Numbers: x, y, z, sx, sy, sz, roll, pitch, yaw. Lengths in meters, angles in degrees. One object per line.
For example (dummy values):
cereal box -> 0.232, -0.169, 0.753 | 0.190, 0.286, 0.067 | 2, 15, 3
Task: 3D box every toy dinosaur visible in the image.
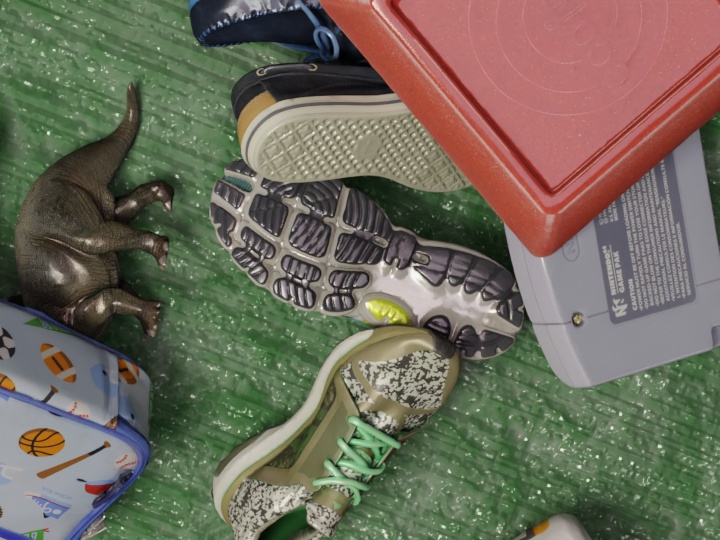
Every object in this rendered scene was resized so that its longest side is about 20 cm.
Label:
toy dinosaur -> -0.164, -0.011, 1.354 | 0.101, 0.077, 0.202 | 8, 99, -7

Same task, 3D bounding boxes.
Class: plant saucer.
plant saucer -> 0.111, -0.140, 1.253 | 0.200, 0.037, 0.200 | -40, 98, 7

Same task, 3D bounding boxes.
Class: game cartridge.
game cartridge -> 0.144, -0.040, 1.338 | 0.132, 0.041, 0.202 | -13, 97, -27

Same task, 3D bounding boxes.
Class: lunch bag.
lunch bag -> -0.223, 0.092, 1.318 | 0.199, 0.076, 0.160 | 28, 127, -27

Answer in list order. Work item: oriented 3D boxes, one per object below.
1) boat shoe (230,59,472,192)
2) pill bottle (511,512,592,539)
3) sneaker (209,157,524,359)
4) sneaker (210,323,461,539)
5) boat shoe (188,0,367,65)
boat shoe -> 0.012, -0.088, 1.321 | 0.199, 0.062, 0.075 | -1, 132, -34
pill bottle -> 0.068, 0.239, 1.360 | 0.199, 0.116, 0.117 | -31, 95, 4
sneaker -> 0.000, 0.000, 1.351 | 0.199, 0.080, 0.078 | 28, 85, -6
sneaker -> -0.009, 0.113, 1.331 | 0.077, 0.089, 0.200 | 28, 123, -27
boat shoe -> 0.001, -0.150, 1.332 | 0.198, 0.084, 0.069 | -11, 85, 4
